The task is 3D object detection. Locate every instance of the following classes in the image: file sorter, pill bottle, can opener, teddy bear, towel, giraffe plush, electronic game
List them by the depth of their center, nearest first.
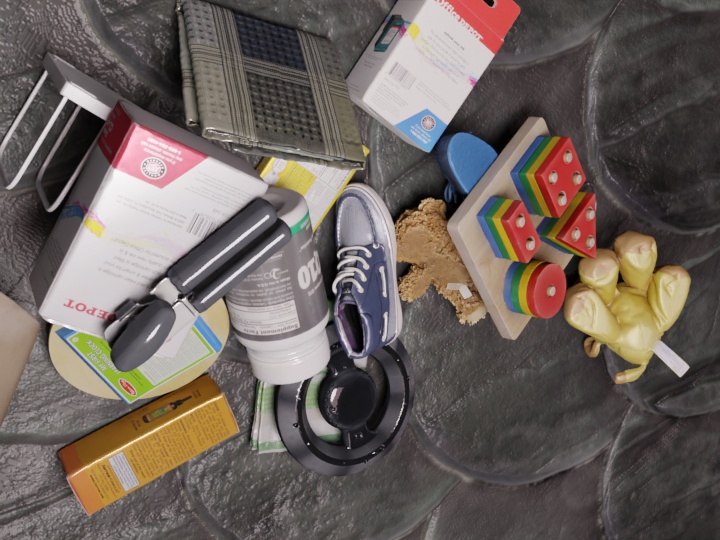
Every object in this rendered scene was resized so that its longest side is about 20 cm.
[{"bbox_3d":[-0.144,0.020,0.933,0.200,0.067,0.053,-39,127,-3],"label":"can opener"},{"bbox_3d":[-0.253,-0.105,1.045,0.199,0.139,0.125,31,97,-32],"label":"file sorter"},{"bbox_3d":[-0.096,-0.190,1.074,0.192,0.201,0.035,10,139,-31],"label":"towel"},{"bbox_3d":[-0.097,0.019,1.153,0.113,0.113,0.201,-20,119,-19],"label":"pill bottle"},{"bbox_3d":[-0.017,0.159,1.286,0.199,0.042,0.201,-6,101,-29],"label":"electronic game"},{"bbox_3d":[-0.062,0.129,1.295,0.148,0.031,0.201,-1,107,-29],"label":"towel"},{"bbox_3d":[0.114,-0.012,1.299,0.199,0.067,0.145,22,121,-21],"label":"teddy bear"},{"bbox_3d":[0.350,0.050,1.402,0.172,0.162,0.201,-32,99,-4],"label":"giraffe plush"}]

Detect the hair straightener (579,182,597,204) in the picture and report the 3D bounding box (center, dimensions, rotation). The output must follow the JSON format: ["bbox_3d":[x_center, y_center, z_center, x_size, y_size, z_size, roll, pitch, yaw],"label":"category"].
[{"bbox_3d":[0.244,-0.051,1.377,0.200,0.041,0.077,-38,121,-15],"label":"hair straightener"}]

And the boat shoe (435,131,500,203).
[{"bbox_3d":[0.143,-0.101,1.268,0.200,0.068,0.084,42,69,-42],"label":"boat shoe"}]

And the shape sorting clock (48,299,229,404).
[{"bbox_3d":[-0.245,0.071,1.145,0.199,0.039,0.201,-15,133,-16],"label":"shape sorting clock"}]

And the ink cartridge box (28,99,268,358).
[{"bbox_3d":[-0.202,-0.036,0.969,0.147,0.086,0.201,24,104,-33],"label":"ink cartridge box"}]

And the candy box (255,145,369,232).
[{"bbox_3d":[-0.084,-0.087,1.200,0.102,0.026,0.201,34,92,-35],"label":"candy box"}]

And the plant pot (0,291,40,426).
[{"bbox_3d":[-0.417,0.093,1.021,0.200,0.199,0.174,45,69,-32],"label":"plant pot"}]

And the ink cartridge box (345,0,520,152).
[{"bbox_3d":[0.082,-0.256,1.196,0.116,0.067,0.201,33,92,-33],"label":"ink cartridge box"}]

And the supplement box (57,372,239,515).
[{"bbox_3d":[-0.246,0.201,1.202,0.199,0.067,0.069,-29,119,-14],"label":"supplement box"}]

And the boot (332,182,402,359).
[{"bbox_3d":[0.000,0.000,1.209,0.090,0.072,0.201,-27,106,-62],"label":"boot"}]

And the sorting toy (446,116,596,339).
[{"bbox_3d":[0.218,-0.047,1.256,0.200,0.069,0.199,-51,130,-26],"label":"sorting toy"}]
